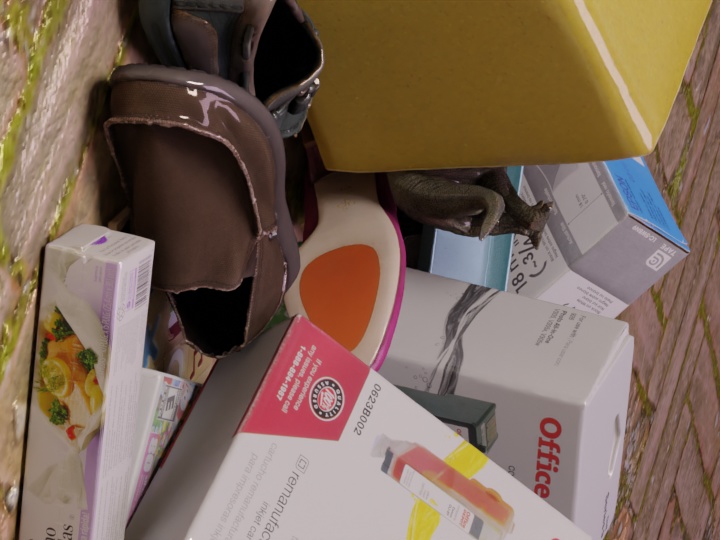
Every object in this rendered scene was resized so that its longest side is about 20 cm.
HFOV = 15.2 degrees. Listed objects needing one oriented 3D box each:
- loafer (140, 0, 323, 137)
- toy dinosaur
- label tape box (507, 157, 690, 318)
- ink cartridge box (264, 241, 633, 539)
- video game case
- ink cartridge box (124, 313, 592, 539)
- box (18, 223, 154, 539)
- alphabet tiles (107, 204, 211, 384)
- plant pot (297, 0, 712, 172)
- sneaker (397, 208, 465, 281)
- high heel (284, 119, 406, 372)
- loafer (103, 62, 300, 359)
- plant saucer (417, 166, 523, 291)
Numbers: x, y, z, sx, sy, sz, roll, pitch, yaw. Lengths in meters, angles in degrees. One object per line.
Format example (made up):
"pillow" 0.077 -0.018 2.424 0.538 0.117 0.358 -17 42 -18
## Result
"loafer" -0.048 -0.100 1.281 0.200 0.063 0.072 50 56 -70
"toy dinosaur" 0.053 -0.049 1.451 0.200 0.102 0.077 -76 179 -57
"label tape box" 0.091 -0.008 1.661 0.063 0.200 0.144 27 29 -39
"ink cartridge box" 0.041 0.083 1.504 0.084 0.200 0.146 -55 153 -50
"video game case" -0.095 0.129 1.386 0.200 0.018 0.143 28 75 -74
"ink cartridge box" -0.002 0.141 1.311 0.083 0.200 0.145 -28 -150 51
"box" -0.127 0.080 1.224 0.041 0.039 0.200 -37 137 -64
"alphabet tiles" -0.106 0.049 1.331 0.166 0.006 0.200 -48 147 -59
"plant pot" 0.057 -0.190 1.378 0.200 0.195 0.194 61 41 -39
"sneaker" 0.031 -0.023 1.579 0.091 0.066 0.200 -109 -165 -48
"high heel" 0.000 0.000 1.455 0.096 0.067 0.200 69 16 -49
"loafer" -0.071 -0.022 1.249 0.200 0.073 0.071 67 34 -55
"plant saucer" 0.067 -0.066 1.553 0.070 0.019 0.200 7 92 -46
